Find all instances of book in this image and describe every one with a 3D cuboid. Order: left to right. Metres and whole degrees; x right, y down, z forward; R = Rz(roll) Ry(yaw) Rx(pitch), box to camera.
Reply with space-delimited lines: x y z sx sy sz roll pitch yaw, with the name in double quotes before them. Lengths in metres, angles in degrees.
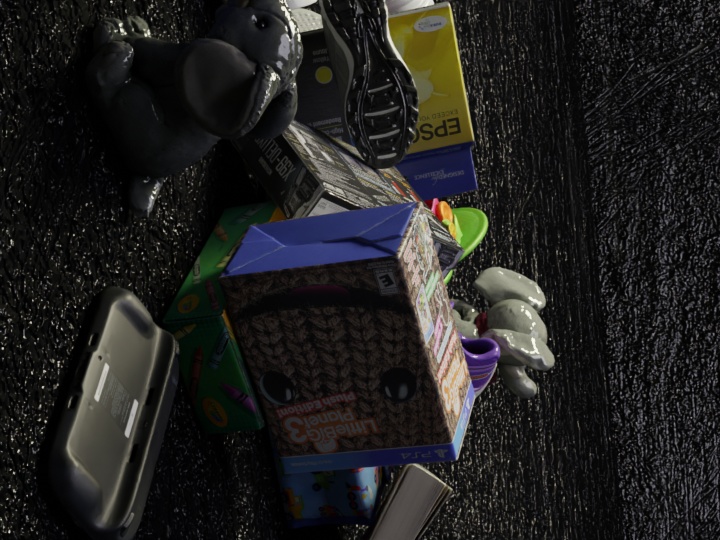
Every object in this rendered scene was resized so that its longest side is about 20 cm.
"book" 0.029 0.253 1.504 0.134 0.048 0.200 -58 179 -4

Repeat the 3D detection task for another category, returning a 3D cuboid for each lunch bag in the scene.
"lunch bag" -0.012 0.146 1.511 0.200 0.094 0.151 -41 124 -65

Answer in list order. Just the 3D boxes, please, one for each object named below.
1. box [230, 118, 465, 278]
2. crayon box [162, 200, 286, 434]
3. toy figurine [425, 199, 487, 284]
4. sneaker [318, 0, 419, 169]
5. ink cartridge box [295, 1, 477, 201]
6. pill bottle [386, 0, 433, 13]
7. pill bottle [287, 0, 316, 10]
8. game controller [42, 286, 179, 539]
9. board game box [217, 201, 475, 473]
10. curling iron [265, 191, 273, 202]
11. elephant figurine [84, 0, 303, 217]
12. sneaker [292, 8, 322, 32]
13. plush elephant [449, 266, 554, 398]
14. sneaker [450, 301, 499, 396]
"box" -0.013 -0.073 1.457 0.200 0.050 0.158 21 23 -43
"crayon box" -0.104 0.038 1.350 0.200 0.058 0.119 -69 147 -56
"toy figurine" 0.038 -0.086 1.754 0.184 0.150 0.200 60 26 -24
"sneaker" 0.007 -0.199 1.500 0.079 0.074 0.201 171 -94 -83
"ink cartridge box" 0.013 -0.159 1.574 0.047 0.197 0.200 -125 -158 -81
"pill bottle" 0.023 -0.387 1.841 0.200 0.112 0.112 64 25 -42
"pill bottle" -0.103 -0.344 1.436 0.112 0.112 0.200 -51 130 -66
"game controller" -0.183 0.106 1.129 0.104 0.042 0.200 50 33 -34
"board game box" -0.008 0.059 1.284 0.097 0.159 0.200 -66 143 -57
"curling iron" -0.077 -0.037 1.506 0.026 0.049 0.200 140 -52 -59
"elephant figurine" -0.105 -0.156 1.200 0.142 0.200 0.155 -79 155 -45
"sneaker" -0.026 -0.187 1.648 0.200 0.105 0.075 40 51 -5
"plush elephant" 0.126 0.081 1.579 0.165 0.155 0.200 -73 165 -53
"sneaker" 0.044 0.052 1.458 0.200 0.083 0.081 26 23 -18
